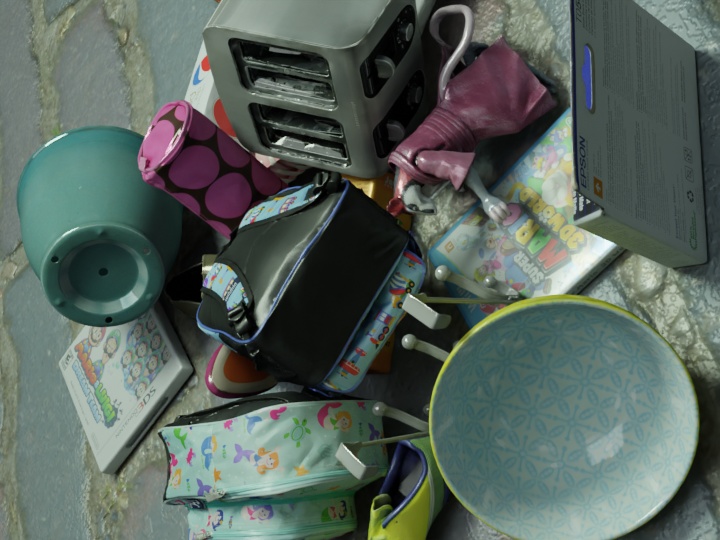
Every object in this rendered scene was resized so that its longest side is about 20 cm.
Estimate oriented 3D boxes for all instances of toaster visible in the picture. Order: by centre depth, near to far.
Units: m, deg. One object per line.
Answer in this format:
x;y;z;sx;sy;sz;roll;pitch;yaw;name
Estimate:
-0.044;-0.201;1.071;0.200;0.181;0.119;15;57;20;toaster

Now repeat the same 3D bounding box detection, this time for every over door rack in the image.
0.051;0.075;0.926;0.067;0.200;0.148;29;106;22;over door rack

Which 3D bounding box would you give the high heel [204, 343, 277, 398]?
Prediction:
-0.123;0.101;1.133;0.096;0.200;0.067;-34;87;25;high heel

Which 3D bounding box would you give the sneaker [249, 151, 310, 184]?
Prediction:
-0.087;-0.117;1.236;0.200;0.075;0.105;6;74;53;sneaker

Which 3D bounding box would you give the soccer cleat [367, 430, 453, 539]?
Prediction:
0.027;0.237;0.996;0.065;0.084;0.200;20;90;46;soccer cleat

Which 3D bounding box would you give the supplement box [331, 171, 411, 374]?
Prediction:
0.000;0.000;1.119;0.069;0.067;0.200;-5;73;43;supplement box

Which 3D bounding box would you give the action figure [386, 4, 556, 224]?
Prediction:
0.083;-0.127;1.020;0.200;0.149;0.134;-47;24;-15;action figure

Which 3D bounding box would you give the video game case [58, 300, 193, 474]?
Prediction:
-0.298;0.120;1.397;0.182;0.024;0.200;-51;47;18;video game case

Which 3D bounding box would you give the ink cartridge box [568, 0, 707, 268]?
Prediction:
0.202;-0.119;0.869;0.041;0.200;0.200;-14;66;41;ink cartridge box

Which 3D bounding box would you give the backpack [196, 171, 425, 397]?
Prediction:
-0.058;0.011;1.025;0.183;0.135;0.200;-59;23;-12;backpack

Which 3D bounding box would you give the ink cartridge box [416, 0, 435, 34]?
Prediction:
0.017;-0.325;1.156;0.145;0.084;0.200;23;93;6;ink cartridge box

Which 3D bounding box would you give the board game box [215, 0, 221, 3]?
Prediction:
-0.078;-0.344;1.225;0.057;0.200;0.165;30;99;13;board game box

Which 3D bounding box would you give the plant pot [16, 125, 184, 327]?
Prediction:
-0.296;-0.037;1.289;0.200;0.200;0.188;-52;29;18;plant pot

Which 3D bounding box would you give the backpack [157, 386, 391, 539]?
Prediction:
-0.073;0.182;1.046;0.200;0.177;0.151;-26;69;40;backpack

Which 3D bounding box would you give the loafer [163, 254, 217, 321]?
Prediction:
-0.146;0.017;1.251;0.200;0.070;0.075;-19;63;39;loafer

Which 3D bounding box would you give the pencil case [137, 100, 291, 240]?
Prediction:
-0.140;-0.082;1.138;0.094;0.200;0.091;-49;38;1;pencil case

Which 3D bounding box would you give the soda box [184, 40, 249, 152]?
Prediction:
-0.154;-0.185;1.249;0.064;0.068;0.200;-24;45;45;soda box

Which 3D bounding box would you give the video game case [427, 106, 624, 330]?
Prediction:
0.158;-0.032;1.010;0.200;0.018;0.143;-46;50;23;video game case

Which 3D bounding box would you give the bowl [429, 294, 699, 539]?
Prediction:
0.156;0.104;0.885;0.200;0.200;0.108;-56;3;14;bowl
